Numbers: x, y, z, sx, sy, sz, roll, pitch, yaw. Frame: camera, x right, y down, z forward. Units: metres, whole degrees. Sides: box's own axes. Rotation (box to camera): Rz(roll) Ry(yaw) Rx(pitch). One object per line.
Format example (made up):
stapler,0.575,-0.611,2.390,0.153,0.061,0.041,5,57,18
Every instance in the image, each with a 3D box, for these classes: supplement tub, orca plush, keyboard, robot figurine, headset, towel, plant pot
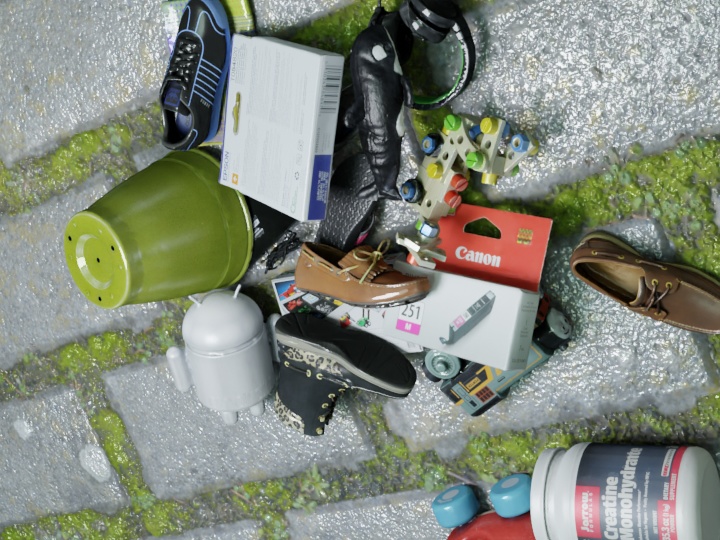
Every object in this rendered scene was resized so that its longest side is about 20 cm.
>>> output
supplement tub,0.314,0.276,1.322,0.198,0.140,0.142,-3,108,30
orca plush,0.002,-0.172,1.270,0.105,0.070,0.202,38,134,42
keyboard,-0.127,-0.050,1.503,0.200,0.039,0.105,-40,74,45
robot figurine,-0.181,0.112,1.539,0.113,0.168,0.202,-135,30,-54
headset,0.049,-0.277,1.277,0.123,0.094,0.202,-24,98,34
towel,-0.190,-0.260,1.462,0.142,0.023,0.203,5,112,28
plant pot,-0.277,-0.040,1.475,0.199,0.192,0.203,17,119,34

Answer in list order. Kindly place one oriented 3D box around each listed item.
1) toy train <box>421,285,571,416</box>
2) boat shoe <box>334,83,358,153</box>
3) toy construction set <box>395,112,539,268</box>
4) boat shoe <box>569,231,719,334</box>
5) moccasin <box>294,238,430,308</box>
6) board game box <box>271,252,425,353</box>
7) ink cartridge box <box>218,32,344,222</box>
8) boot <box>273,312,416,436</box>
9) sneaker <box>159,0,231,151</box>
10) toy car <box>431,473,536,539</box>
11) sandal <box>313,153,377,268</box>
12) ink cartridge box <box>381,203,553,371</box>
toy train,0.166,0.093,1.373,0.114,0.085,0.200,43,123,-7
boat shoe,-0.039,-0.175,1.384,0.199,0.066,0.070,-27,95,34
toy construction set,0.109,-0.098,1.297,0.201,0.092,0.131,-55,48,11
boat shoe,0.326,0.024,1.258,0.198,0.067,0.073,26,120,18
moccasin,0.001,0.000,1.352,0.200,0.073,0.079,14,105,48
board game box,-0.014,0.053,1.480,0.198,0.035,0.128,-8,106,32
ink cartridge box,-0.100,-0.180,1.375,0.199,0.040,0.202,26,114,48
boot,-0.027,0.155,1.473,0.202,0.073,0.155,22,126,18
sneaker,-0.215,-0.248,1.420,0.069,0.078,0.202,17,117,23
toy car,0.160,0.394,1.419,0.175,0.200,0.186,-18,100,33
sandal,-0.016,-0.063,1.424,0.075,0.045,0.202,43,123,32
ink cartridge box,0.122,0.011,1.313,0.199,0.043,0.176,14,95,44
